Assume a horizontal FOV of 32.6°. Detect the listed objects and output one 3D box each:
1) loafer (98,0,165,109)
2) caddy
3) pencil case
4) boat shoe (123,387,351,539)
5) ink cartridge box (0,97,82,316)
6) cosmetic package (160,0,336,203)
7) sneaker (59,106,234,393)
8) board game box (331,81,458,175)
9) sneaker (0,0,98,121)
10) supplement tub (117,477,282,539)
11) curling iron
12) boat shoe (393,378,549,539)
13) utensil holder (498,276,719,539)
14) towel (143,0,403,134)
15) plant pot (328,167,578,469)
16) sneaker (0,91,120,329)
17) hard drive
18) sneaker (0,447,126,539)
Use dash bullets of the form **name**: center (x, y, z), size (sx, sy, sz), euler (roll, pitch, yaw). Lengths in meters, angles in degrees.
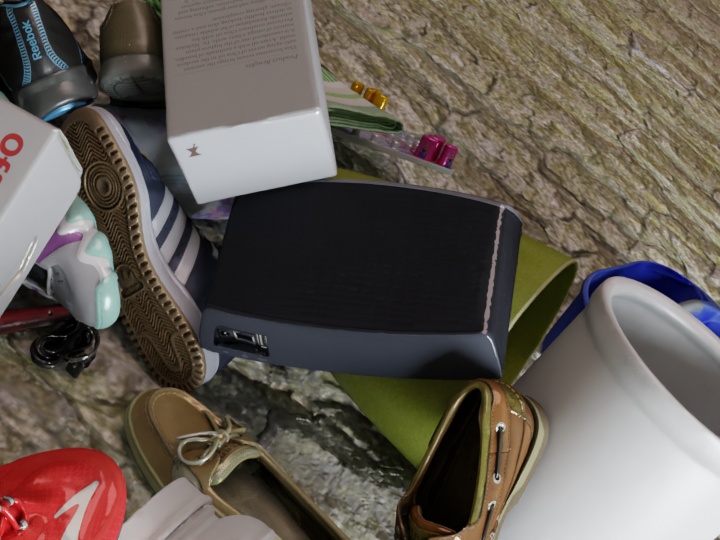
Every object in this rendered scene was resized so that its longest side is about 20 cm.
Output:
- **loafer**: center (-0.160, -0.158, 0.933), size (0.075, 0.200, 0.070), euler (-3, 88, -9)
- **caddy**: center (0.258, 0.062, 1.090), size (0.199, 0.105, 0.142), euler (-11, 57, -46)
- **pencil case**: center (-0.122, -0.078, 0.945), size (0.199, 0.083, 0.091), euler (2, 38, -38)
- **boat shoe**: center (-0.066, 0.141, 0.763), size (0.201, 0.063, 0.073), euler (48, 37, 15)
- **ink cartridge box**: center (-0.282, -0.055, 0.701), size (0.199, 0.084, 0.147), euler (28, 76, 3)
- **cosmetic package**: center (-0.080, -0.153, 0.845), size (0.101, 0.071, 0.201), euler (-11, 55, 4)
- **sneaker**: center (-0.131, -0.025, 0.853), size (0.108, 0.070, 0.201), euler (-31, 100, -53)
- **board game box**: center (-0.033, -0.154, 1.088), size (0.199, 0.026, 0.200), euler (17, 16, -28)
- **sneaker**: center (-0.231, -0.160, 0.883), size (0.073, 0.082, 0.200), euler (-24, 19, -16)
- **supplement tub**: center (-0.059, 0.217, 0.613), size (0.200, 0.145, 0.145), euler (42, 36, 7)
- **curling iron**: center (-0.247, 0.043, 0.752), size (0.199, 0.026, 0.050), euler (1, 46, -39)
- **boat shoe**: center (0.046, 0.160, 0.744), size (0.072, 0.201, 0.068), euler (14, -8, 37)
- **utensil holder**: center (0.160, 0.132, 0.826), size (0.169, 0.200, 0.170), euler (33, 26, -18)
- **towel**: center (-0.075, -0.171, 0.971), size (0.200, 0.024, 0.152), euler (40, 22, 29)
- **plant pot**: center (0.024, 0.015, 0.902), size (0.199, 0.188, 0.187), euler (35, 34, 15)
- **sneaker**: center (-0.251, -0.020, 0.778), size (0.139, 0.078, 0.200), euler (-27, 63, -30)
- **hard drive**: center (0.000, 0.000, 0.798), size (0.198, 0.042, 0.136), euler (5, 58, 12)
- **sneaker**: center (-0.167, 0.116, 0.497), size (0.199, 0.085, 0.077), euler (-20, 64, -48)
